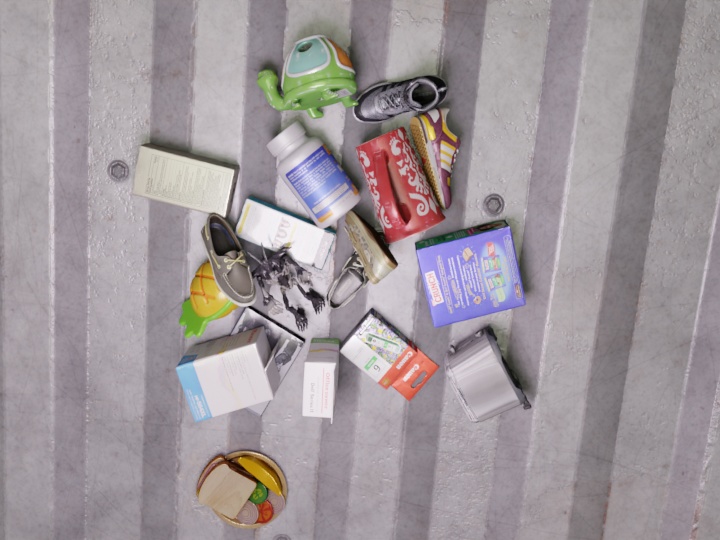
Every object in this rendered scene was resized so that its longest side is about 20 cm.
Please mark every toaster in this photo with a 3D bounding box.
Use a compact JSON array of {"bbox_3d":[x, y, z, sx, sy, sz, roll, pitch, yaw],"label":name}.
[{"bbox_3d":[0.261,0.230,1.702,0.128,0.114,0.202,-27,102,11],"label":"toaster"}]

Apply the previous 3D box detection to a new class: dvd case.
[{"bbox_3d":[-0.231,0.197,1.747,0.149,0.025,0.202,31,102,-5],"label":"dvd case"}]

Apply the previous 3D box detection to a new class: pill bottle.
[{"bbox_3d":[-0.097,-0.194,1.616,0.111,0.112,0.201,-35,100,8],"label":"pill bottle"}]

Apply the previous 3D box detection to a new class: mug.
[{"bbox_3d":[0.079,-0.172,1.592,0.131,0.177,0.203,-23,97,-8],"label":"mug"}]

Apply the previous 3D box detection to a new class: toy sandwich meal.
[{"bbox_3d":[-0.260,0.491,1.786,0.201,0.070,0.209,0,102,1],"label":"toy sandwich meal"}]

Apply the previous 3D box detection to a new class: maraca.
[{"bbox_3d":[-0.305,0.049,1.667,0.201,0.137,0.107,-49,129,7],"label":"maraca"}]

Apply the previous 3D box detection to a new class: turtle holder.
[{"bbox_3d":[-0.097,-0.375,1.580,0.184,0.140,0.134,-14,86,44],"label":"turtle holder"}]

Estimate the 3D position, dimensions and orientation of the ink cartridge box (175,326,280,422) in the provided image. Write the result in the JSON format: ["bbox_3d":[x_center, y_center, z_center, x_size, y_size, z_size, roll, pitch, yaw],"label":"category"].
[{"bbox_3d":[-0.257,0.209,1.671,0.196,0.129,0.127,-16,102,5],"label":"ink cartridge box"}]

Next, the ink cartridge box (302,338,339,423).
[{"bbox_3d":[-0.081,0.225,1.659,0.066,0.200,0.120,3,102,0],"label":"ink cartridge box"}]

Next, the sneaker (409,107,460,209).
[{"bbox_3d":[0.168,-0.225,1.625,0.089,0.075,0.203,-22,113,-12],"label":"sneaker"}]

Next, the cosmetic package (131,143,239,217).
[{"bbox_3d":[-0.354,-0.184,1.643,0.196,0.071,0.107,15,103,-2],"label":"cosmetic package"}]

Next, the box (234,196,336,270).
[{"bbox_3d":[-0.154,-0.078,1.673,0.197,0.049,0.084,22,102,-4],"label":"box"}]

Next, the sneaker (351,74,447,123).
[{"bbox_3d":[0.076,-0.337,1.581,0.196,0.114,0.077,-14,101,4],"label":"sneaker"}]

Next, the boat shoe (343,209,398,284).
[{"bbox_3d":[0.007,-0.052,1.607,0.063,0.201,0.073,-46,127,11],"label":"boat shoe"}]

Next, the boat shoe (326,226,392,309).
[{"bbox_3d":[0.000,0.000,1.679,0.070,0.064,0.201,35,100,-6],"label":"boat shoe"}]

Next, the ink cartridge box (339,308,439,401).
[{"bbox_3d":[0.063,0.188,1.725,0.199,0.050,0.109,40,100,-6],"label":"ink cartridge box"}]

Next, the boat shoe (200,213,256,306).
[{"bbox_3d":[-0.260,-0.022,1.592,0.071,0.061,0.203,-18,61,-26],"label":"boat shoe"}]

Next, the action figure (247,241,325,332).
[{"bbox_3d":[-0.148,0.032,1.639,0.118,0.102,0.200,-40,127,1],"label":"action figure"}]

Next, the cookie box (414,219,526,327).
[{"bbox_3d":[0.225,0.006,1.671,0.196,0.075,0.174,-14,102,4],"label":"cookie box"}]
